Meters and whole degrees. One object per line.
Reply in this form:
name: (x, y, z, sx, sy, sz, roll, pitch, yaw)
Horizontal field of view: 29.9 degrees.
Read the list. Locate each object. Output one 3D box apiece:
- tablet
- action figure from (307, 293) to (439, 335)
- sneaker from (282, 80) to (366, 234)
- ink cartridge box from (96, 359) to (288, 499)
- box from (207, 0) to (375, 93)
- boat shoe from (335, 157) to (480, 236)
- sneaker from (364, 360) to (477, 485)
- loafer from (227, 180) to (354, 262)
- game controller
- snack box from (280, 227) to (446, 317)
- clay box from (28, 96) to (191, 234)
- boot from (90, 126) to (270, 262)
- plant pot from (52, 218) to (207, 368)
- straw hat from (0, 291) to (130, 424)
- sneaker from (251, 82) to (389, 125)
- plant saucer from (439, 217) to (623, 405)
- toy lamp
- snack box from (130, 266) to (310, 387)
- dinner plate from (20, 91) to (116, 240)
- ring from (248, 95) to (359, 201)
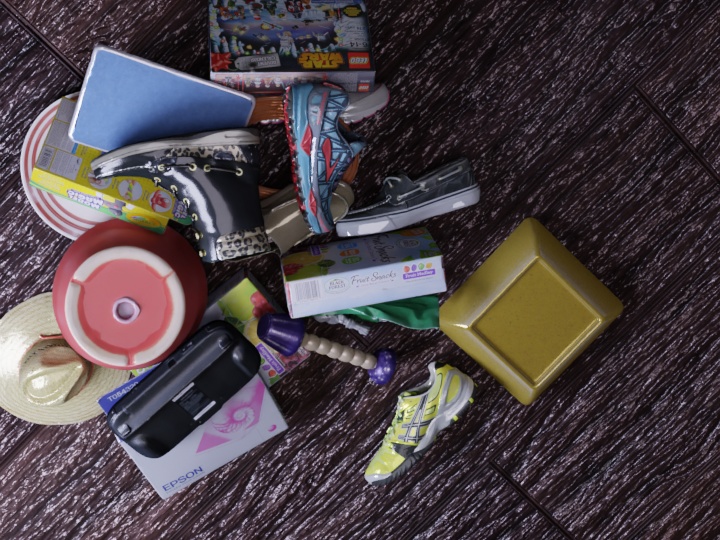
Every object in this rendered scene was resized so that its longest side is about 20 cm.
tablet: (-0.237, -0.182, 1.609, 0.199, 0.014, 0.131, 17, 118, -15)
action figure: (0.004, 0.048, 1.786, 0.198, 0.118, 0.055, 1, 120, 1)
sneaker: (-0.037, -0.131, 1.622, 0.095, 0.080, 0.201, -9, 126, -4)
ink cartridge box: (-0.211, 0.187, 1.738, 0.195, 0.043, 0.201, -29, 139, -4)
box: (-0.086, -0.278, 1.646, 0.198, 0.138, 0.040, -2, 144, -8)
boat shoe: (0.057, -0.098, 1.762, 0.199, 0.072, 0.071, -18, 100, -12)
sneaker: (0.070, 0.209, 1.856, 0.076, 0.075, 0.200, 42, 87, -10)
loafer: (-0.099, -0.057, 1.728, 0.199, 0.069, 0.076, -20, 138, 12)
game controller: (-0.216, 0.149, 1.669, 0.200, 0.042, 0.104, -41, 135, 3)
snack box: (0.000, 0.000, 1.730, 0.198, 0.142, 0.053, -9, 109, -4)
clay box: (-0.291, -0.124, 1.653, 0.199, 0.116, 0.048, 22, 147, -12)
boot: (-0.208, -0.082, 1.590, 0.202, 0.073, 0.155, -10, 94, -3)
plant pot: (-0.284, 0.036, 1.649, 0.199, 0.177, 0.202, -1, 95, -8)
straw hat: (-0.398, 0.133, 1.757, 0.199, 0.085, 0.203, -2, 107, -6)
sneaker: (-0.061, -0.232, 1.690, 0.198, 0.081, 0.089, -1, 109, -8)
plant saucer: (0.234, 0.065, 1.839, 0.200, 0.048, 0.200, 41, 99, -17)
toy lamp: (-0.045, 0.099, 1.768, 0.199, 0.058, 0.059, 18, 105, -32)
snack box: (-0.185, 0.114, 1.796, 0.200, 0.053, 0.142, -38, 107, 5)
dinner plate: (-0.330, -0.132, 1.717, 0.198, 0.024, 0.202, -2, 107, -7)
ring: (-0.100, -0.149, 1.696, 0.199, 0.019, 0.201, 1, 141, 1)
